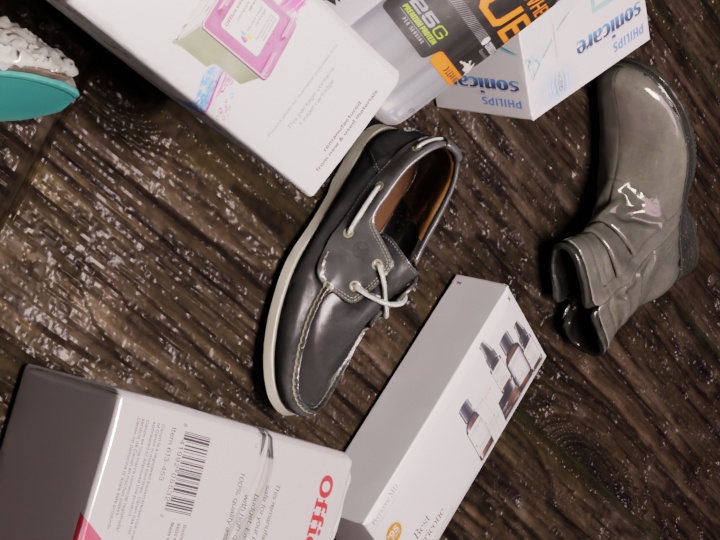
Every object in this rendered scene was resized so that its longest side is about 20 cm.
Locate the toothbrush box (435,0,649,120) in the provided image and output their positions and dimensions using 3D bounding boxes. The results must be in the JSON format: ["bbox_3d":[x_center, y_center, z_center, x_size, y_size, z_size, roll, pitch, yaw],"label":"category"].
[{"bbox_3d":[0.108,-0.220,1.178,0.146,0.085,0.201,-34,125,-40],"label":"toothbrush box"}]

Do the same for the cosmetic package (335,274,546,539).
[{"bbox_3d":[0.050,0.107,1.213,0.200,0.050,0.083,-57,135,-24],"label":"cosmetic package"}]

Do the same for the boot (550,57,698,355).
[{"bbox_3d":[0.189,-0.043,1.324,0.131,0.068,0.201,-38,126,-34],"label":"boot"}]

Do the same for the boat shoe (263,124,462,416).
[{"bbox_3d":[0.000,0.000,1.116,0.072,0.067,0.201,43,68,-48],"label":"boat shoe"}]

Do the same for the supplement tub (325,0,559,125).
[{"bbox_3d":[0.057,-0.187,1.030,0.200,0.123,0.123,-38,136,8],"label":"supplement tub"}]

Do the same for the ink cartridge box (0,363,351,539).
[{"bbox_3d":[-0.110,0.148,1.004,0.200,0.084,0.146,22,81,-49],"label":"ink cartridge box"}]

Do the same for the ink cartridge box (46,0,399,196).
[{"bbox_3d":[-0.096,-0.140,0.897,0.085,0.144,0.200,-52,137,-2],"label":"ink cartridge box"}]

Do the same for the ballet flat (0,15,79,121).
[{"bbox_3d":[-0.214,-0.106,0.837,0.199,0.072,0.072,-7,104,-49],"label":"ballet flat"}]
